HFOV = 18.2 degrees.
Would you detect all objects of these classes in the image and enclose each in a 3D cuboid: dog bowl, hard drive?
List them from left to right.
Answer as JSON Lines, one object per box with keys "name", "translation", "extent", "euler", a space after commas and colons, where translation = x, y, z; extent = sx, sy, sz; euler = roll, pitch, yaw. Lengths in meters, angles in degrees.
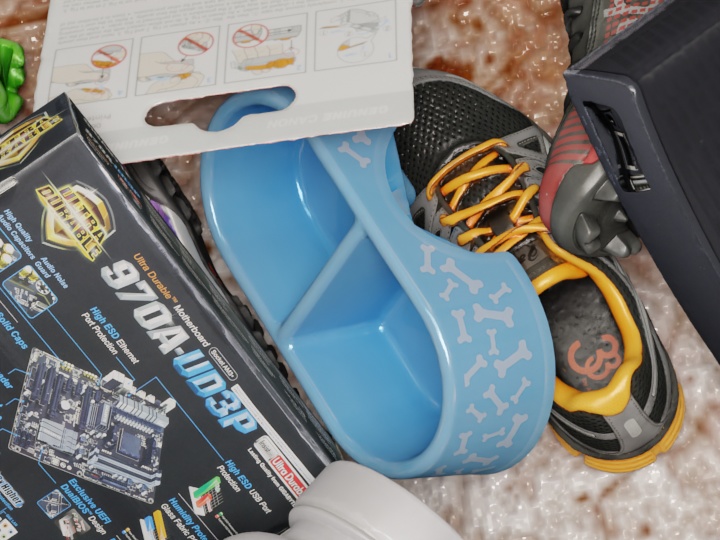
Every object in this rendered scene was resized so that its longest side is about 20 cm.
{"name": "dog bowl", "translation": [0.000, 0.000, 0.934], "extent": [0.050, 0.112, 0.200], "euler": [-15, 64, -38]}
{"name": "hard drive", "translation": [0.180, -0.027, 0.872], "extent": [0.135, 0.042, 0.200], "euler": [-35, 107, -6]}

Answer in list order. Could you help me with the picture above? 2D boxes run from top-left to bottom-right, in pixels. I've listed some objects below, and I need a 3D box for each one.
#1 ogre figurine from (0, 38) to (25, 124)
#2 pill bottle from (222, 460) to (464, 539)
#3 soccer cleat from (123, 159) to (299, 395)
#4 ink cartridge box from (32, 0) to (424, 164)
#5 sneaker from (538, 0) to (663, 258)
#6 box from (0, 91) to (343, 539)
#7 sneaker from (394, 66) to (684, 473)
{"name": "ogre figurine", "translation": [-0.203, -0.017, 0.976], "extent": [0.098, 0.120, 0.200], "euler": [37, 86, 15]}
{"name": "pill bottle", "translation": [-0.042, 0.170, 0.829], "extent": [0.112, 0.112, 0.200], "euler": [35, 68, 15]}
{"name": "soccer cleat", "translation": [-0.096, 0.006, 0.980], "extent": [0.073, 0.068, 0.200], "euler": [-31, 78, 0]}
{"name": "ink cartridge box", "translation": [-0.051, -0.105, 0.955], "extent": [0.160, 0.047, 0.200], "euler": [-8, 46, 8]}
{"name": "sneaker", "translation": [0.114, -0.089, 0.941], "extent": [0.098, 0.071, 0.201], "euler": [21, 60, 23]}
{"name": "box", "translation": [-0.121, 0.054, 0.891], "extent": [0.159, 0.046, 0.200], "euler": [-34, 118, 5]}
{"name": "sneaker", "translation": [0.069, -0.009, 0.947], "extent": [0.078, 0.077, 0.200], "euler": [-37, 73, 3]}
